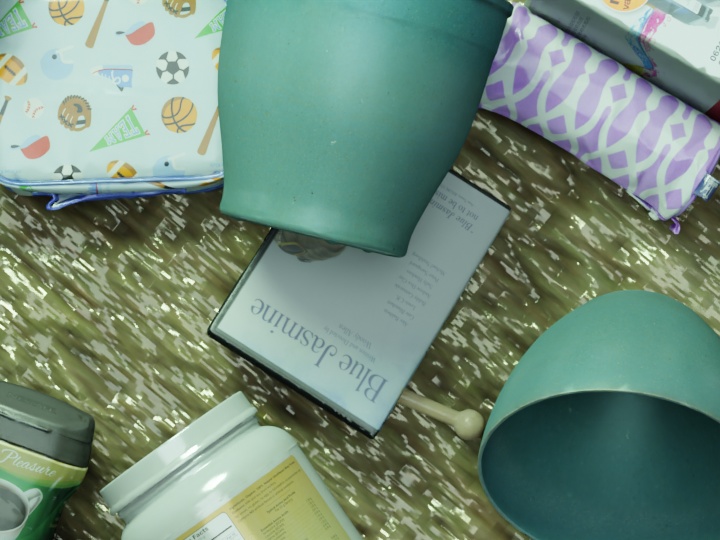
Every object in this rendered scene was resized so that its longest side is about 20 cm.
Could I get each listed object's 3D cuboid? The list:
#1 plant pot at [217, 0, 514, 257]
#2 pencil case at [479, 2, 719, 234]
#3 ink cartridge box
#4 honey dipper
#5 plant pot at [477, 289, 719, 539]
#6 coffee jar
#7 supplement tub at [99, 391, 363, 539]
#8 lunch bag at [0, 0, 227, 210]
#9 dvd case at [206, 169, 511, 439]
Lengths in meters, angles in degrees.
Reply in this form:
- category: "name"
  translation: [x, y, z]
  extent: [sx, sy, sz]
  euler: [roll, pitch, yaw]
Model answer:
- category: "plant pot"
  translation: [-0.012, -0.113, 1.655]
  extent: [0.198, 0.200, 0.190]
  euler: [13, 91, 0]
- category: "pencil case"
  translation: [0.167, -0.111, 1.730]
  extent: [0.199, 0.084, 0.086]
  euler: [32, 107, 2]
- category: "ink cartridge box"
  translation: [0.235, -0.207, 1.701]
  extent: [0.199, 0.145, 0.146]
  euler: [29, 87, 2]
- category: "honey dipper"
  translation: [-0.002, 0.076, 1.737]
  extent: [0.199, 0.038, 0.038]
  euler: [23, 87, -1]
- category: "plant pot"
  translation: [0.189, 0.095, 1.680]
  extent: [0.198, 0.201, 0.135]
  euler: [13, 49, 0]
- category: "coffee jar"
  translation: [-0.260, 0.181, 1.702]
  extent: [0.104, 0.085, 0.201]
  euler: [20, 88, -2]
- category: "supplement tub"
  translation: [-0.075, 0.200, 1.675]
  extent: [0.144, 0.145, 0.201]
  euler: [-35, 88, -2]
- category: "lunch bag"
  translation: [-0.180, -0.124, 1.727]
  extent: [0.198, 0.076, 0.162]
  euler: [-2, 89, -2]
- category: "dvd case"
  translation: [0.000, 0.000, 1.728]
  extent: [0.142, 0.018, 0.201]
  euler: [32, 74, 0]
